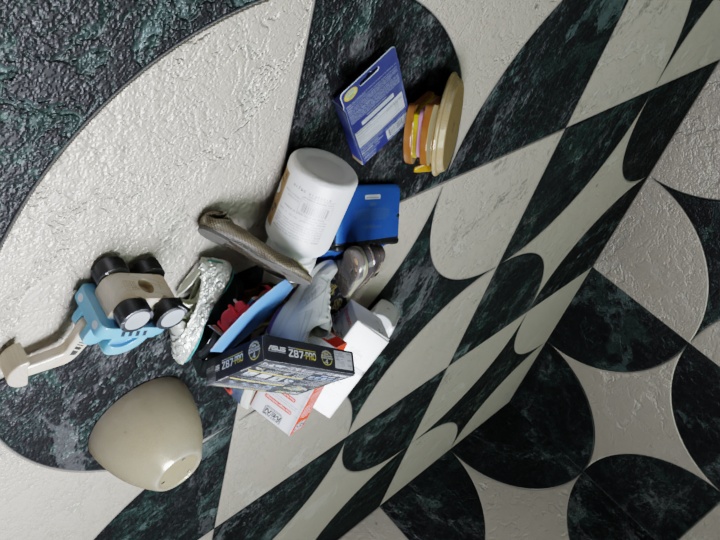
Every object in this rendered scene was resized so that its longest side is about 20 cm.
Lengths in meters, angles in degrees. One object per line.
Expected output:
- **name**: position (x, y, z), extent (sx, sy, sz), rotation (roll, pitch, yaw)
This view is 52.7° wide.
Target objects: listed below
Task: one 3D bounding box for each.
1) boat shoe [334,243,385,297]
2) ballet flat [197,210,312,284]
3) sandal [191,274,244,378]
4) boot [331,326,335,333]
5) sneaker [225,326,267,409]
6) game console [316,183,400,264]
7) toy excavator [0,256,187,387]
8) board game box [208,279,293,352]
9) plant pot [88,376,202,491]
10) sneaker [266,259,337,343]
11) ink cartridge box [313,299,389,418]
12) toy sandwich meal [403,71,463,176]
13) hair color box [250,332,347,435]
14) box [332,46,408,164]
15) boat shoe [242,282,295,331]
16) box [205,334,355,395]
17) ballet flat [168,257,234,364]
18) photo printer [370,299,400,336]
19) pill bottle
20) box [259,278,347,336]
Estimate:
- **boat shoe**: position (0.000, 0.000, 1.345), extent (0.073, 0.075, 0.200), rotation (-17, 174, -17)
- **ballet flat**: position (-0.155, -0.035, 1.112), extent (0.067, 0.199, 0.047), rotation (-17, -132, 60)
- **sandal**: position (-0.255, 0.093, 1.222), extent (0.048, 0.075, 0.202), rotation (-11, 128, -54)
- **boot**: position (-0.118, 0.167, 1.434), extent (0.073, 0.075, 0.201), rotation (-5, 131, -54)
- **sneaker**: position (-0.212, 0.167, 1.380), extent (0.075, 0.084, 0.201), rotation (-27, 145, -61)
- **game console**: position (-0.025, -0.082, 1.394), extent (0.199, 0.118, 0.173), rotation (-11, 106, -53)
- **toy excavator**: position (-0.370, 0.083, 1.008), extent (0.200, 0.100, 0.194), rotation (-48, 155, 22)
- **board game box**: position (-0.183, 0.062, 1.171), extent (0.158, 0.039, 0.200), rotation (-45, 175, -4)
- **plant pot**: position (-0.358, 0.309, 1.292), extent (0.200, 0.134, 0.201), rotation (-37, 153, -22)
- **sneaker**: position (-0.083, 0.067, 1.295), extent (0.201, 0.099, 0.075), rotation (-56, 176, -36)
- **ink cartridge box**: position (-0.040, 0.174, 1.478), extent (0.201, 0.083, 0.147), rotation (-53, -166, 8)
- **toy sandwich meal**: position (0.133, -0.262, 1.309), extent (0.205, 0.070, 0.207), rotation (13, 90, -77)
- **hair color box**: position (-0.118, 0.197, 1.376), extent (0.201, 0.101, 0.061), rotation (-61, 164, 14)
- **box**: position (0.020, -0.268, 1.175), extent (0.121, 0.032, 0.200), rotation (-44, 157, -9)
- **boat shoe**: position (-0.163, 0.059, 1.312), extent (0.199, 0.072, 0.068), rotation (-13, 137, -52)
- **box**: position (-0.132, 0.164, 1.220), extent (0.199, 0.050, 0.161), rotation (15, 148, -42)
- **ballet flat**: position (-0.272, 0.059, 1.167), extent (0.072, 0.072, 0.201), rotation (0, 126, -58)
- **photo printer**: position (0.022, 0.153, 1.686), extent (0.167, 0.069, 0.200), rotation (-54, 178, 10)
- **pill bottle**: position (-0.090, -0.085, 1.171), extent (0.114, 0.114, 0.201), rotation (-17, 141, -48)
- **box**: position (-0.110, 0.136, 1.538), extent (0.198, 0.050, 0.201), rotation (-39, 153, -19)
